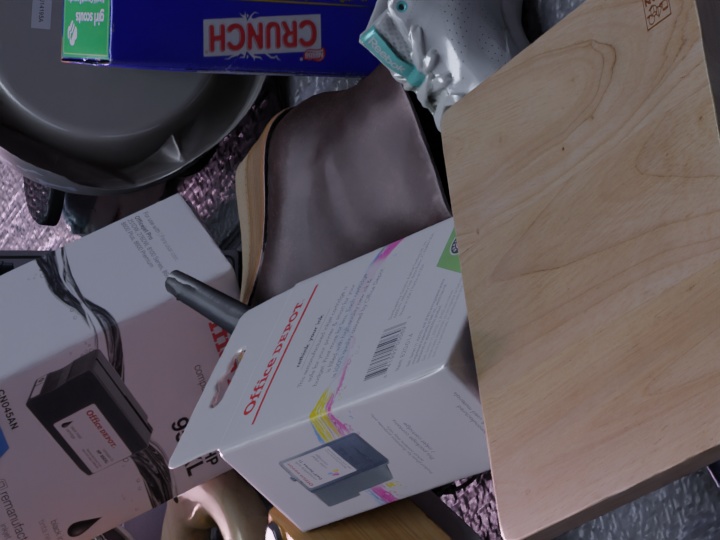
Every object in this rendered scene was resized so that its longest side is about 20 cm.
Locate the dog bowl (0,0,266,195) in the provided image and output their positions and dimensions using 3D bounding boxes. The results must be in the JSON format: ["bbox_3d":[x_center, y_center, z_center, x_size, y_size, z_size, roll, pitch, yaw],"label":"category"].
[{"bbox_3d":[-0.152,-0.135,1.557,0.059,0.199,0.201,115,147,-68],"label":"dog bowl"}]

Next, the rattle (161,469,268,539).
[{"bbox_3d":[-0.128,0.152,1.563,0.130,0.142,0.201,112,143,-66],"label":"rattle"}]

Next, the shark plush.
[{"bbox_3d":[-0.171,-0.098,1.694,0.091,0.083,0.201,-54,44,46],"label":"shark plush"}]

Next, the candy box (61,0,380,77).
[{"bbox_3d":[-0.065,-0.204,1.415,0.077,0.168,0.201,-172,83,-64],"label":"candy box"}]

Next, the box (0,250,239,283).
[{"bbox_3d":[-0.183,0.020,1.594,0.116,0.199,0.060,-5,86,59],"label":"box"}]

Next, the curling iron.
[{"bbox_3d":[-0.025,0.058,1.382,0.200,0.026,0.050,34,122,18],"label":"curling iron"}]

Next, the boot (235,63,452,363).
[{"bbox_3d":[0.000,0.000,1.395,0.166,0.072,0.201,-28,72,52],"label":"boot"}]

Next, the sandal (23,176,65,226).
[{"bbox_3d":[-0.174,-0.111,1.639,0.075,0.045,0.201,122,156,-44],"label":"sandal"}]

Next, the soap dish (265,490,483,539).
[{"bbox_3d":[0.025,0.199,1.300,0.200,0.081,0.158,41,139,51],"label":"soap dish"}]

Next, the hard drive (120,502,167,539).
[{"bbox_3d":[-0.154,0.163,1.699,0.135,0.042,0.201,-18,74,60],"label":"hard drive"}]

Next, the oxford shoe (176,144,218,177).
[{"bbox_3d":[-0.125,-0.138,1.642,0.085,0.072,0.201,109,152,-61],"label":"oxford shoe"}]

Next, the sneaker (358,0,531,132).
[{"bbox_3d":[0.043,-0.099,1.299,0.075,0.088,0.201,-42,56,52],"label":"sneaker"}]

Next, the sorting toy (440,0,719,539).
[{"bbox_3d":[0.122,-0.007,1.110,0.200,0.069,0.200,-35,58,56],"label":"sorting toy"}]

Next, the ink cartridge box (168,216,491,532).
[{"bbox_3d":[0.009,0.051,1.281,0.200,0.067,0.117,-22,32,43],"label":"ink cartridge box"}]

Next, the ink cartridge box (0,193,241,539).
[{"bbox_3d":[-0.156,0.068,1.503,0.084,0.199,0.145,52,163,46],"label":"ink cartridge box"}]

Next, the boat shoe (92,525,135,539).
[{"bbox_3d":[-0.142,0.241,1.603,0.061,0.071,0.202,0,-111,-78],"label":"boat shoe"}]

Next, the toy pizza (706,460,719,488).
[{"bbox_3d":[0.193,0.016,1.083,0.200,0.032,0.201,-7,82,62],"label":"toy pizza"}]
